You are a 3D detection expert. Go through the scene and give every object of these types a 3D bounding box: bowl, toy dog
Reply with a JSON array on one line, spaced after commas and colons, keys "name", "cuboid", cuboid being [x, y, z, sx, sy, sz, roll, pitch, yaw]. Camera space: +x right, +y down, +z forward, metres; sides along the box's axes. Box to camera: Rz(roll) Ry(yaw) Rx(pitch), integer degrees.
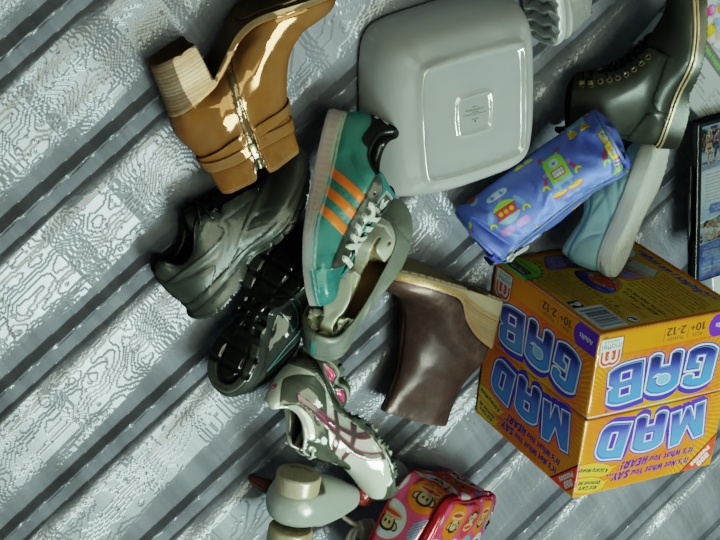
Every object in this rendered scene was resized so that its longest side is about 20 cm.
[{"name": "bowl", "cuboid": [0.101, -0.174, 1.702, 0.199, 0.075, 0.201, -18, 122, -26]}, {"name": "toy dog", "cuboid": [-0.045, 0.241, 1.820, 0.199, 0.096, 0.133, 19, 99, -52]}]

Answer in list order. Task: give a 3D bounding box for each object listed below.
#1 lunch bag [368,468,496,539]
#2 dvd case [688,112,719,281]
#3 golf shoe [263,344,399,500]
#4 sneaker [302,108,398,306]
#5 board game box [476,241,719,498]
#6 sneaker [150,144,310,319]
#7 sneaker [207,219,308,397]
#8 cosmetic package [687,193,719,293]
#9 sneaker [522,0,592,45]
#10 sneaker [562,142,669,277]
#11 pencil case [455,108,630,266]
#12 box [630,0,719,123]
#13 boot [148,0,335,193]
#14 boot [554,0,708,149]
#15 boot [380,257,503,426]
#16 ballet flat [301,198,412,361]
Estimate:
[{"name": "lunch bag", "cuboid": [0.068, 0.316, 1.874, 0.177, 0.082, 0.200, -63, 157, 6]}, {"name": "dvd case", "cuboid": [0.445, -0.095, 1.933, 0.142, 0.018, 0.202, -16, 117, -24]}, {"name": "golf shoe", "cuboid": [-0.033, 0.174, 1.733, 0.088, 0.077, 0.201, -41, 116, -23]}, {"name": "sneaker", "cuboid": [-0.009, -0.061, 1.628, 0.071, 0.079, 0.202, 58, 40, -77]}, {"name": "board game box", "cuboid": [0.276, 0.104, 1.866, 0.198, 0.200, 0.202, -9, 118, -28]}, {"name": "sneaker", "cuboid": [-0.127, -0.049, 1.624, 0.091, 0.076, 0.201, 40, 85, -28]}, {"name": "sneaker", "cuboid": [-0.089, 0.039, 1.702, 0.201, 0.075, 0.079, -59, 153, 2]}, {"name": "cosmetic package", "cuboid": [0.494, -0.050, 2.023, 0.199, 0.052, 0.152, -20, 123, -22]}, {"name": "sneaker", "cuboid": [0.207, -0.338, 1.701, 0.082, 0.074, 0.201, -30, 133, -34]}, {"name": "sneaker", "cuboid": [0.286, -0.092, 1.862, 0.201, 0.081, 0.074, -62, 154, -21]}, {"name": "pencil case", "cuboid": [0.198, -0.085, 1.769, 0.199, 0.087, 0.078, -37, 156, 11]}, {"name": "box", "cuboid": [0.417, -0.279, 1.869, 0.200, 0.041, 0.156, -49, 128, -3]}, {"name": "boot", "cuboid": [-0.087, -0.175, 1.570, 0.199, 0.077, 0.156, -32, 119, -8]}, {"name": "boot", "cuboid": [0.290, -0.224, 1.769, 0.137, 0.078, 0.202, 3, 118, -4]}, {"name": "boot", "cuboid": [0.063, 0.082, 1.803, 0.199, 0.072, 0.167, 20, 99, -41]}, {"name": "ballet flat", "cuboid": [0.000, 0.000, 1.686, 0.064, 0.067, 0.201, 84, 31, -64]}]
